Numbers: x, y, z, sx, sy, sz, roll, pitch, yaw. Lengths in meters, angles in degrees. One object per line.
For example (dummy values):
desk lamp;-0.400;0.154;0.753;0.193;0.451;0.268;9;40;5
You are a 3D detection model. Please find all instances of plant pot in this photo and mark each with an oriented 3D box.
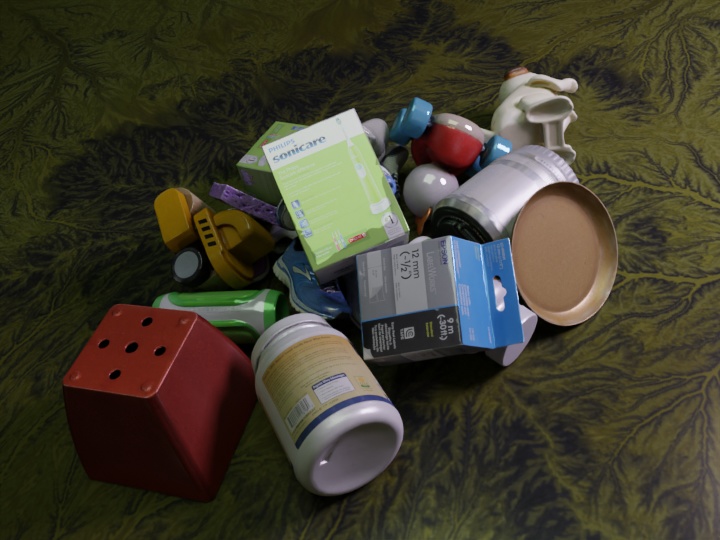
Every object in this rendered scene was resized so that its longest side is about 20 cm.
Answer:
plant pot;-0.269;0.156;0.911;0.198;0.177;0.201;5;46;18
plant pot;0.283;-0.024;0.971;0.199;0.201;0.027;-36;16;-23

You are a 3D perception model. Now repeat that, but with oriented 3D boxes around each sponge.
sponge;-0.193;-0.114;1.167;0.030;0.111;0.200;-67;19;2

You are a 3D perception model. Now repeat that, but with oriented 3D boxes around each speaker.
speaker;-0.213;0.072;1.049;0.198;0.089;0.089;-2;44;12

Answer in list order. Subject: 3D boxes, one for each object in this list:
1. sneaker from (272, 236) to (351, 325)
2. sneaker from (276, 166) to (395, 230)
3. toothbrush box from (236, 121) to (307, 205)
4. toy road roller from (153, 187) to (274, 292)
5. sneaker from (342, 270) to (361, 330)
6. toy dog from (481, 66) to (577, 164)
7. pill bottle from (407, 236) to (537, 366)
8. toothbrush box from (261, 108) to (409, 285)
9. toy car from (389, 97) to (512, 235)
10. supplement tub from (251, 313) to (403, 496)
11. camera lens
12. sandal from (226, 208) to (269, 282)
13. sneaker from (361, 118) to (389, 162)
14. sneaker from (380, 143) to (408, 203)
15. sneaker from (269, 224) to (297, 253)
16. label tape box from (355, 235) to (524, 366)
sneaker;-0.068;0.009;1.039;0.078;0.090;0.200;12;24;-39
sneaker;-0.035;-0.113;1.067;0.198;0.078;0.085;-24;25;-13
toothbrush box;-0.104;-0.192;1.282;0.198;0.087;0.146;12;49;26
toy road roller;-0.228;-0.057;1.110;0.145;0.123;0.201;-31;63;8
sneaker;-0.001;0.000;1.048;0.075;0.116;0.201;-17;44;-5
toy dog;0.309;-0.289;1.273;0.192;0.140;0.201;-13;38;21
pill bottle;0.140;0.045;0.963;0.199;0.112;0.111;34;60;29
toothbrush box;-0.034;-0.104;0.980;0.144;0.086;0.202;-23;77;-4
toy car;0.125;-0.157;1.176;0.183;0.177;0.202;23;89;-10
supplement tub;-0.049;0.163;0.872;0.143;0.145;0.200;-25;45;-13
camera lens;0.218;-0.078;1.042;0.199;0.161;0.160;-36;48;-22
sandal;-0.218;-0.051;1.202;0.082;0.050;0.203;-23;44;-9
sneaker;-0.007;-0.210;1.160;0.075;0.092;0.200;37;54;8
sneaker;0.041;-0.142;1.228;0.085;0.077;0.201;25;62;22
sneaker;-0.065;-0.059;1.162;0.198;0.071;0.081;-4;42;21
label tape box;0.098;0.035;0.886;0.198;0.066;0.145;-12;70;23
